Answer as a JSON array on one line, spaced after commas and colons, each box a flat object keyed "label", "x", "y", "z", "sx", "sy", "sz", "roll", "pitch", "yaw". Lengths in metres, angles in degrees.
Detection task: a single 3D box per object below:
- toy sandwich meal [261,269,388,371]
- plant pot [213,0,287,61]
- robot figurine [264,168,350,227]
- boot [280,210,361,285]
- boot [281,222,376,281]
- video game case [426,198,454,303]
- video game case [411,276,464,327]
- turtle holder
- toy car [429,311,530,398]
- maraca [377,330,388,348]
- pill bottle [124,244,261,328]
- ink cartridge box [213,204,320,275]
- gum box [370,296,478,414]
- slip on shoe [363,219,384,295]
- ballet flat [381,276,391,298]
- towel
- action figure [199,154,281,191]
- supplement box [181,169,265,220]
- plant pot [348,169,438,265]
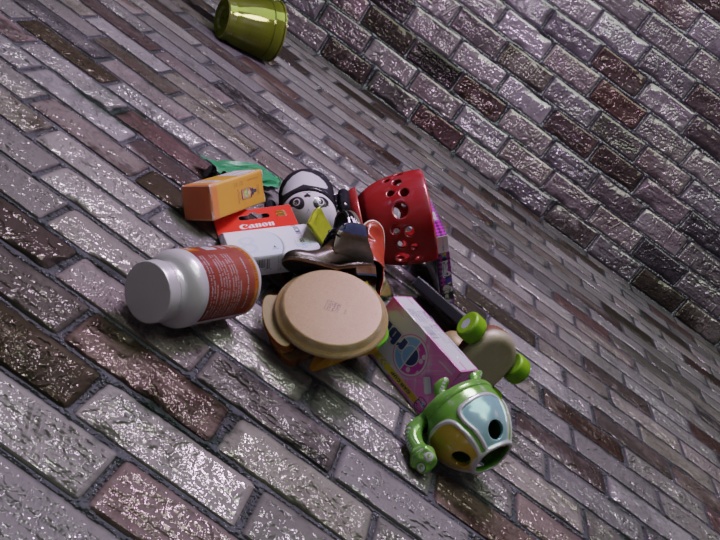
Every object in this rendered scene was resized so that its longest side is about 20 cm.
[{"label": "toy sandwich meal", "x": -0.055, "y": 0.083, "z": 1.297, "sx": 0.202, "sy": 0.071, "sz": 0.207, "roll": 7, "pitch": 44, "yaw": -7}, {"label": "plant pot", "x": -0.369, "y": -0.804, "z": 2.660, "sx": 0.191, "sy": 0.202, "sz": 0.201, "roll": 5, "pitch": 35, "yaw": -33}, {"label": "robot figurine", "x": -0.111, "y": -0.137, "z": 1.700, "sx": 0.124, "sy": 0.150, "sz": 0.201, "roll": 39, "pitch": 20, "yaw": -25}, {"label": "boot", "x": -0.072, "y": -0.040, "z": 1.545, "sx": 0.152, "sy": 0.073, "sz": 0.206, "roll": 18, "pitch": 61, "yaw": -33}, {"label": "boot", "x": -0.056, "y": -0.039, "z": 1.397, "sx": 0.198, "sy": 0.074, "sz": 0.098, "roll": 10, "pitch": 71, "yaw": -44}, {"label": "video game case", "x": 0.180, "y": -0.047, "z": 1.939, "sx": 0.035, "sy": 0.183, "sz": 0.201, "roll": -11, "pitch": 29, "yaw": -2}, {"label": "video game case", "x": 0.199, "y": 0.097, "z": 1.754, "sx": 0.200, "sy": 0.026, "sz": 0.181, "roll": 41, "pitch": -1, "yaw": 13}, {"label": "turtle holder", "x": 0.161, "y": 0.250, "z": 1.293, "sx": 0.184, "sy": 0.141, "sz": 0.132, "roll": 13, "pitch": 32, "yaw": -49}, {"label": "toy car", "x": 0.205, "y": 0.152, "z": 1.587, "sx": 0.164, "sy": 0.158, "sz": 0.200, "roll": 41, "pitch": 5, "yaw": -23}, {"label": "maraca", "x": -0.038, "y": 0.072, "z": 1.405, "sx": 0.199, "sy": 0.108, "sz": 0.136, "roll": 37, "pitch": 32, "yaw": 25}, {"label": "pill bottle", "x": -0.241, "y": 0.022, "z": 1.178, "sx": 0.112, "sy": 0.113, "sz": 0.199, "roll": 43, "pitch": 21, "yaw": 18}, {"label": "ink cartridge box", "x": -0.174, "y": -0.071, "z": 1.472, "sx": 0.158, "sy": 0.048, "sz": 0.201, "roll": -8, "pitch": 41, "yaw": -18}, {"label": "gum box", "x": 0.097, "y": 0.147, "z": 1.445, "sx": 0.200, "sy": 0.114, "sz": 0.066, "roll": 48, "pitch": 24, "yaw": 28}, {"label": "slip on shoe", "x": 0.023, "y": -0.015, "z": 1.617, "sx": 0.074, "sy": 0.061, "sz": 0.202, "roll": 27, "pitch": 55, "yaw": -26}, {"label": "ballet flat", "x": 0.000, "y": 0.000, "z": 1.675, "sx": 0.198, "sy": 0.071, "sz": 0.071, "roll": 24, "pitch": 24, "yaw": -31}, {"label": "towel", "x": -0.032, "y": -0.020, "z": 1.482, "sx": 0.201, "sy": 0.018, "sz": 0.086, "roll": 57, "pitch": 17, "yaw": -16}, {"label": "action figure", "x": -0.238, "y": -0.194, "z": 1.725, "sx": 0.199, "sy": 0.055, "sz": 0.118, "roll": 1, "pitch": 38, "yaw": -51}, {"label": "supplement box", "x": -0.253, "y": -0.144, "z": 1.530, "sx": 0.068, "sy": 0.067, "sz": 0.200, "roll": 1, "pitch": 14, "yaw": 24}, {"label": "plant pot", "x": 0.066, "y": -0.104, "z": 1.768, "sx": 0.180, "sy": 0.203, "sz": 0.201, "roll": -12, "pitch": 30, "yaw": 0}]
